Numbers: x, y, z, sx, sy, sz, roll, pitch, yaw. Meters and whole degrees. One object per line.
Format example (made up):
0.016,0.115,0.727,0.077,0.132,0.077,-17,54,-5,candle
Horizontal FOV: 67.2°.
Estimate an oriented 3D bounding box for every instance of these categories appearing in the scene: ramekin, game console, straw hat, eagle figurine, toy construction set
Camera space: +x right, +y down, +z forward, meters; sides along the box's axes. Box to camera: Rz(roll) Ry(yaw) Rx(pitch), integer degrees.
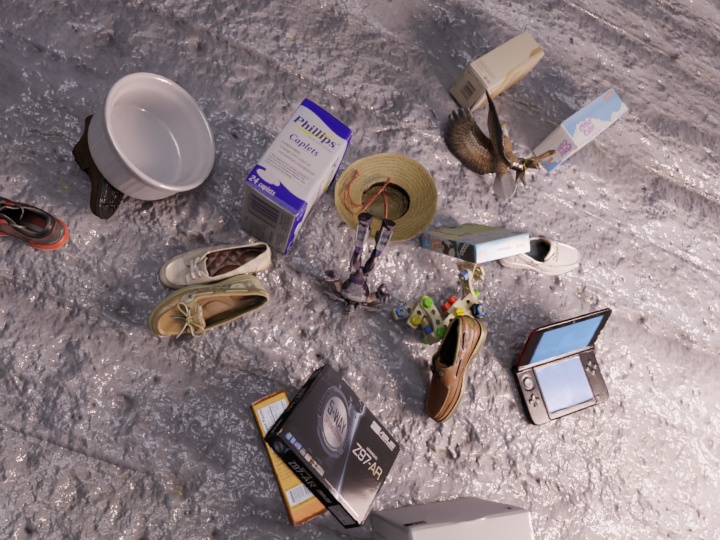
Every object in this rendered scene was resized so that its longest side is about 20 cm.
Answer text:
-0.357,-0.218,0.923,0.199,0.097,0.204,24,58,-45,ramekin
0.409,0.187,1.049,0.197,0.119,0.175,-11,76,-19,game console
0.047,-0.128,1.062,0.197,0.085,0.205,1,69,-3,straw hat
0.284,-0.267,1.151,0.198,0.152,0.152,28,29,-24,eagle figurine
0.168,0.065,1.038,0.200,0.092,0.131,-41,87,-13,toy construction set

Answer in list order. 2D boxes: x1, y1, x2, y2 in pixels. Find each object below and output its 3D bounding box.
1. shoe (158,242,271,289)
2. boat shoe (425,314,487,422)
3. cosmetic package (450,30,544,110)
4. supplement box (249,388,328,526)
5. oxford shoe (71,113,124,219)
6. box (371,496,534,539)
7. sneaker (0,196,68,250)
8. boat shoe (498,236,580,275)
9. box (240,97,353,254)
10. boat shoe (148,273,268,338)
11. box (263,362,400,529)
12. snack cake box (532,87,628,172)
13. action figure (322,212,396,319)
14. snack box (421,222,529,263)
-0.253,-0.015,0.952,0.197,0.053,0.071,-13,76,-20,shoe
0.153,0.173,0.969,0.067,0.072,0.203,17,95,-36,boat shoe
0.309,-0.449,1.227,0.199,0.105,0.071,-36,86,-22,cosmetic package
-0.118,0.301,0.883,0.068,0.067,0.203,-17,78,-19,supplement box
-0.456,-0.181,0.945,0.083,0.073,0.204,-4,70,-2,oxford shoe
0.139,0.441,0.842,0.195,0.200,0.133,-1,74,-16,box
-0.576,-0.092,0.865,0.196,0.082,0.078,11,69,-13,sneaker
0.387,-0.035,1.141,0.196,0.069,0.072,2,70,-17,boat shoe
-0.117,-0.161,0.969,0.104,0.184,0.202,31,67,-3,box
-0.252,0.061,0.908,0.198,0.063,0.074,-23,122,-23,boat shoe
-0.038,0.280,0.877,0.201,0.043,0.160,50,43,-8,box
0.504,-0.322,1.245,0.199,0.115,0.068,-35,85,-23,snack cake box
0.000,0.000,0.976,0.128,0.070,0.203,14,111,-8,action figure
0.211,-0.056,1.029,0.114,0.200,0.038,-12,104,-19,snack box
